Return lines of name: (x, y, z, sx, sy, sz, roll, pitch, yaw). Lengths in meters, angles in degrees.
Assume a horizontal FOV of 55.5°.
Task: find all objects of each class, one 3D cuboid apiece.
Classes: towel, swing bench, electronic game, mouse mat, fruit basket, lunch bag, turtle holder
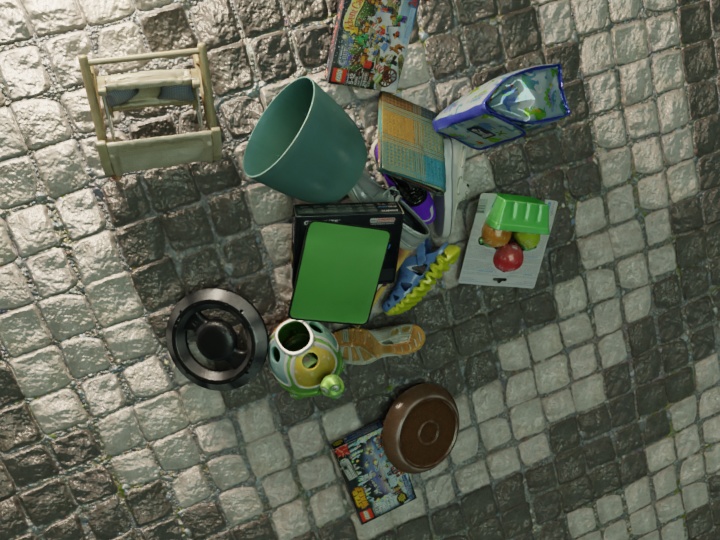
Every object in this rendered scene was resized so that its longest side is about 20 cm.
towel: (0.095, -0.240, 1.282, 0.146, 0.022, 0.200, 18, 54, -24)
swing bench: (-0.347, -0.266, 1.153, 0.198, 0.130, 0.201, -11, 106, -15)
electronic game: (-0.270, 0.130, 1.285, 0.199, 0.042, 0.201, 2, 101, 8)
mouse mat: (-0.038, 0.008, 1.244, 0.161, 0.008, 0.200, 7, 112, -20)
fruit basket: (0.308, -0.061, 1.435, 0.185, 0.094, 0.200, 4, 117, -17)
lunch bag: (0.259, -0.302, 1.282, 0.200, 0.170, 0.128, -15, 95, -26)
turtle holder: (-0.107, 0.172, 1.292, 0.141, 0.186, 0.132, -13, 144, 2)

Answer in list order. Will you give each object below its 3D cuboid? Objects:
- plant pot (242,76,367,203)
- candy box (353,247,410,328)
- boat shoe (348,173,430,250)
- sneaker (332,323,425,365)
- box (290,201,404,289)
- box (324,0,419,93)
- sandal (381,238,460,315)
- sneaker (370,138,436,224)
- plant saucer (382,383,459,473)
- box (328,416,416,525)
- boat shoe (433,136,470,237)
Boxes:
plant pot: (-0.085, -0.212, 1.215, 0.161, 0.201, 0.201, 31, 92, -32)
candy box: (0.000, 0.000, 1.360, 0.117, 0.056, 0.200, 33, 93, -21)
boat shoe: (0.055, -0.126, 1.306, 0.201, 0.071, 0.070, 44, 45, -11)
sneaker: (0.034, 0.152, 1.397, 0.199, 0.088, 0.076, -4, 83, 7)
box: (-0.028, -0.046, 1.260, 0.199, 0.046, 0.159, -3, 125, -14)
box: (0.021, -0.430, 1.236, 0.136, 0.038, 0.200, 3, 124, -18)
sandal: (0.111, 0.007, 1.394, 0.087, 0.079, 0.200, 44, 96, 16)
sneaker: (0.090, -0.165, 1.323, 0.070, 0.100, 0.200, -36, 109, -4)
plant saucer: (0.140, 0.345, 1.470, 0.200, 0.034, 0.201, -4, 99, -30)
box: (0.029, 0.433, 1.477, 0.137, 0.040, 0.200, -23, 108, -10)
boat shoe: (0.188, -0.166, 1.374, 0.070, 0.071, 0.201, -1, 96, -14)
